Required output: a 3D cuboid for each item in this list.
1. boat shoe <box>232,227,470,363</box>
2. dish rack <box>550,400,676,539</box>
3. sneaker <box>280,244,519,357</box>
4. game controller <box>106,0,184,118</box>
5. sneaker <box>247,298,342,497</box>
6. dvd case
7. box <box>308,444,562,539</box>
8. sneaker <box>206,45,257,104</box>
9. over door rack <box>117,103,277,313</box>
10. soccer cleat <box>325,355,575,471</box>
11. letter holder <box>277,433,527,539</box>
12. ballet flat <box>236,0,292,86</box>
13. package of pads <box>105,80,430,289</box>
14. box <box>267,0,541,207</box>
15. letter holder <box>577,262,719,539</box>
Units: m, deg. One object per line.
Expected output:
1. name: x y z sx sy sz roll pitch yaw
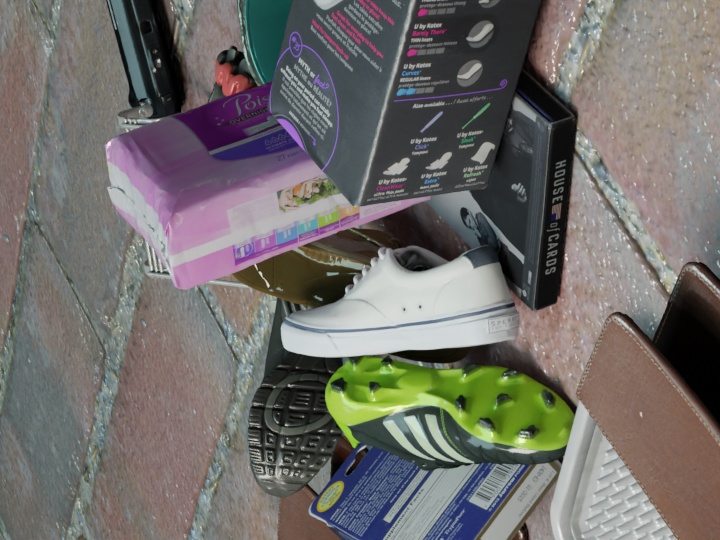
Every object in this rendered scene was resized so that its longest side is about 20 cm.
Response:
1. boat shoe: 0.000 0.000 1.760 0.199 0.066 0.074 26 132 16
2. dish rack: 0.190 0.159 1.540 0.172 0.043 0.201 53 150 33
3. sneaker: 0.025 0.019 1.673 0.199 0.073 0.071 -7 91 40
4. game controller: -0.194 -0.224 2.097 0.104 0.042 0.201 -149 45 -75
5. sneaker: -0.042 0.079 1.885 0.091 0.075 0.201 112 172 -70
6. dvd case: 0.073 -0.088 1.633 0.200 0.025 0.151 48 147 42
7. box: 0.050 0.157 1.748 0.032 0.121 0.200 44 168 -29
8. sneaker: -0.059 -0.085 1.831 0.200 0.070 0.098 45 117 47
9. over door rack: -0.111 -0.055 2.011 0.199 0.066 0.149 13 120 46
10. soccer cleat: 0.066 0.105 1.696 0.199 0.068 0.081 10 140 34
11. letter holder: 0.029 0.194 1.838 0.200 0.100 0.143 47 144 43
12. ballet flat: -0.064 -0.224 1.790 0.071 0.069 0.202 -136 36 -77
13. package of pads: -0.063 -0.069 1.667 0.121 0.199 0.076 49 154 46
14. box: 0.032 -0.158 1.533 0.122 0.105 0.201 49 136 40
15. letter holder: 0.224 0.084 1.329 0.200 0.100 0.143 56 150 30
